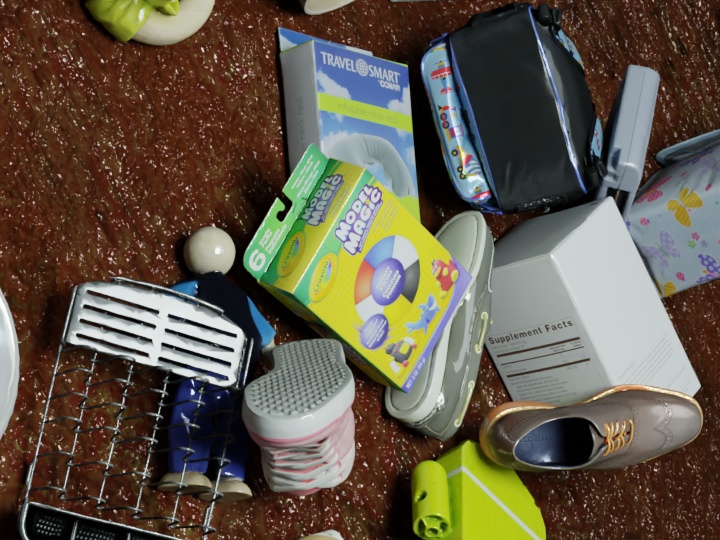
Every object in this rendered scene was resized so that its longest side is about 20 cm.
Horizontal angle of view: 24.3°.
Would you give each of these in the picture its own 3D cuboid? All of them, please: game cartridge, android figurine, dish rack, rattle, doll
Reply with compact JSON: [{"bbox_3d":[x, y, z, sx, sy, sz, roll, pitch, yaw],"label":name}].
[{"bbox_3d":[0.239,-0.093,1.576,0.040,0.201,0.134,11,58,1],"label":"game cartridge"},{"bbox_3d":[0.106,0.224,1.386,0.182,0.041,0.201,44,28,-30],"label":"android figurine"},{"bbox_3d":[-0.146,0.107,1.138,0.152,0.054,0.202,18,72,-23],"label":"dish rack"},{"bbox_3d":[-0.118,-0.262,1.272,0.199,0.143,0.131,-30,81,-42],"label":"rattle"},{"bbox_3d":[-0.113,0.063,1.232,0.136,0.048,0.202,20,64,-43],"label":"doll"}]

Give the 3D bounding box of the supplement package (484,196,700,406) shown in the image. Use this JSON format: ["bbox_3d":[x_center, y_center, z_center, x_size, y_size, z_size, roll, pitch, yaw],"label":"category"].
[{"bbox_3d":[0.197,0.057,1.514,0.121,0.119,0.202,-38,106,-44],"label":"supplement package"}]

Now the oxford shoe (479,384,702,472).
[{"bbox_3d":[0.203,0.141,1.404,0.198,0.073,0.072,-7,99,-14],"label":"oxford shoe"}]

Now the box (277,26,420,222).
[{"bbox_3d":[-0.008,-0.104,1.402,0.121,0.047,0.203,8,72,-46],"label":"box"}]

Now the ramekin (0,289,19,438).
[{"bbox_3d":[-0.295,0.055,1.003,0.201,0.094,0.205,17,66,-43],"label":"ramekin"}]

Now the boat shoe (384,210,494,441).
[{"bbox_3d":[0.077,0.046,1.428,0.060,0.072,0.203,37,59,-35],"label":"boat shoe"}]

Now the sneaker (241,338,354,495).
[{"bbox_3d":[-0.038,0.118,1.182,0.200,0.074,0.106,-75,163,-80],"label":"sneaker"}]

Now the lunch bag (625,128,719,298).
[{"bbox_3d":[0.379,-0.081,1.721,0.200,0.169,0.128,-40,104,-43],"label":"lunch bag"}]

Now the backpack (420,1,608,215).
[{"bbox_3d":[0.147,-0.143,1.516,0.200,0.133,0.185,-24,97,-76],"label":"backpack"}]

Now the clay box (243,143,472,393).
[{"bbox_3d":[0.000,0.000,1.320,0.200,0.047,0.116,42,73,-45],"label":"clay box"}]

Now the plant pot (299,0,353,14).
[{"bbox_3d":[-0.022,-0.350,1.387,0.187,0.187,0.201,-29,85,-48],"label":"plant pot"}]

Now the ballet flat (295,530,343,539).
[{"bbox_3d":[-0.012,0.235,1.288,0.199,0.069,0.063,29,29,-41],"label":"ballet flat"}]
